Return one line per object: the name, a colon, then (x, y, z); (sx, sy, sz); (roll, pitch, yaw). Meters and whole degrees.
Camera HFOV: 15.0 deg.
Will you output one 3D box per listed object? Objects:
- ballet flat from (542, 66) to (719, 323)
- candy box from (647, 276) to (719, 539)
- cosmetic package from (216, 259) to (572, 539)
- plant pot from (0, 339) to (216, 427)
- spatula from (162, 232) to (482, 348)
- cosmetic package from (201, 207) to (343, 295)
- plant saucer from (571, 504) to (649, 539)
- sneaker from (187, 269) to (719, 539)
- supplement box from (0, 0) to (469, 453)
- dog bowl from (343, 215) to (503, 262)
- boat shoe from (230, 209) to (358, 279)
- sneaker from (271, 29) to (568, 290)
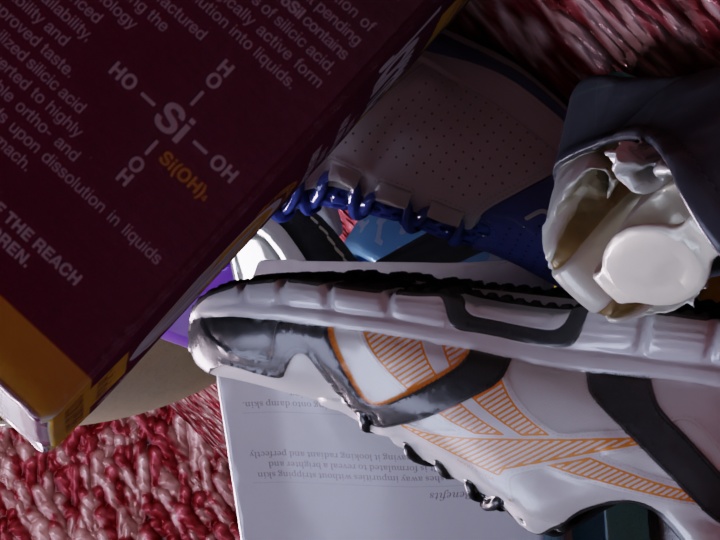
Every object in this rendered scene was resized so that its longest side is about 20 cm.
ballet flat: (0.084, -0.020, 0.762); (0.073, 0.073, 0.200); (44, 171, -8)
candy box: (0.101, 0.048, 0.955); (0.026, 0.103, 0.200); (-1, 177, -9)
cosmetic package: (0.019, 0.102, 0.973); (0.081, 0.112, 0.201); (-71, -21, -59)
plant pot: (-0.099, -0.020, 1.276); (0.134, 0.201, 0.200); (10, -169, -32)
spatula: (0.000, 0.000, 1.058); (0.199, 0.021, 0.056); (-18, 150, 42)
cosmetic package: (-0.079, -0.086, 1.042); (0.200, 0.074, 0.102); (54, -165, -52)
plant saucer: (0.087, 0.119, 0.928); (0.070, 0.019, 0.201); (-161, 66, -84)
sneaker: (0.034, 0.042, 0.849); (0.199, 0.080, 0.074); (7, -173, 24)
supplement box: (-0.061, -0.054, 0.807); (0.103, 0.200, 0.131); (42, 171, 1)
dog bowl: (0.037, 0.011, 1.163); (0.111, 0.050, 0.200); (43, 171, 1)
boat shoe: (0.017, 0.051, 1.042); (0.076, 0.060, 0.201); (17, 139, 58)
sneaker: (-0.012, -0.041, 0.919); (0.199, 0.115, 0.081); (39, 172, 0)
